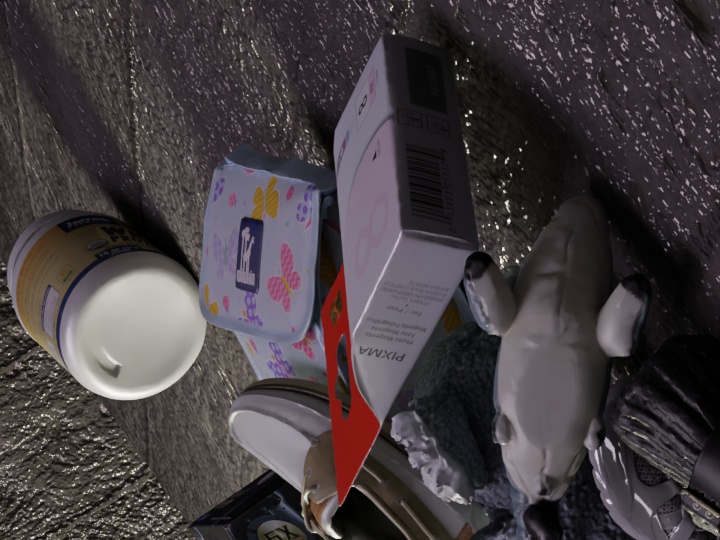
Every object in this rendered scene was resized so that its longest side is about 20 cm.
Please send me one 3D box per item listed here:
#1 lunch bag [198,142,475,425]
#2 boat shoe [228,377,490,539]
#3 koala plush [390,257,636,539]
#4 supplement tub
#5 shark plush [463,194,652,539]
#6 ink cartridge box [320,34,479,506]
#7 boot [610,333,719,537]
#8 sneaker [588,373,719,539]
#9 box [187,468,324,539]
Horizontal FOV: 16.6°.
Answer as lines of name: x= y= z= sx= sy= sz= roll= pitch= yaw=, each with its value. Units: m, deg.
lunch bag: x=-0.020 y=0.018 z=1.601 sx=0.170 sy=0.127 sz=0.200 roll=18 pitch=137 yaw=59
boat shoe: x=-0.007 y=0.130 z=1.516 sx=0.200 sy=0.068 sz=0.075 roll=23 pitch=142 yaw=27
koala plush: x=0.093 y=0.104 z=1.351 sx=0.184 sy=0.177 sz=0.200 roll=12 pitch=137 yaw=42
supplement tub: x=-0.246 y=0.027 z=2.345 sx=0.200 sy=0.144 sz=0.145 roll=33 pitch=154 yaw=57
shark plush: x=0.106 y=0.065 z=1.240 sx=0.083 sy=0.091 sz=0.200 roll=-48 pitch=-46 yaw=-78
ink cartridge box: x=0.000 y=0.000 z=1.317 sx=0.163 sy=0.057 sz=0.200 roll=-96 pitch=29 yaw=-47
boot: x=0.191 y=0.088 z=1.137 sx=0.158 sy=0.079 sz=0.211 roll=52 pitch=166 yaw=16
sneaker: x=0.196 y=0.133 z=1.283 sx=0.200 sy=0.075 sz=0.082 roll=53 pitch=154 yaw=-16
box: x=-0.037 y=0.193 z=1.975 sx=0.086 sy=0.164 sz=0.200 roll=57 pitch=167 yaw=-2
